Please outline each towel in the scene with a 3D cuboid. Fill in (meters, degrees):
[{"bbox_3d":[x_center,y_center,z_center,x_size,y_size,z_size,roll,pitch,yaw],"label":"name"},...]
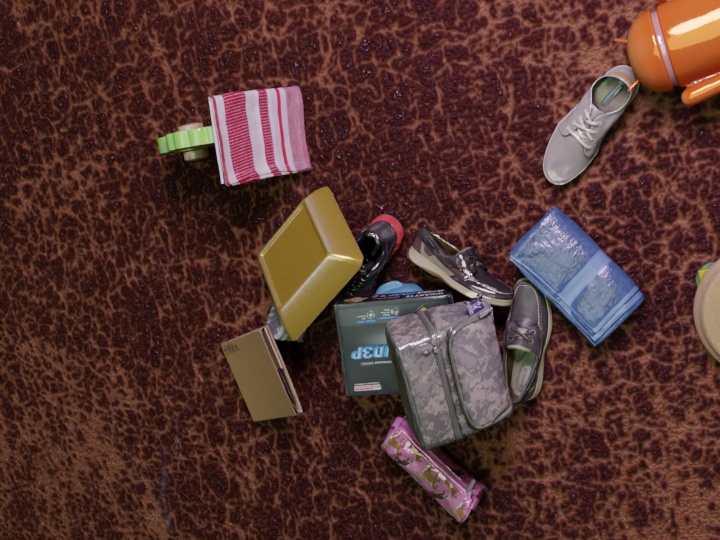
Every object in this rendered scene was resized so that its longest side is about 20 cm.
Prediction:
[{"bbox_3d":[-0.162,-0.226,1.404,0.022,0.198,0.147,1,104,41],"label":"towel"},{"bbox_3d":[0.330,0.006,1.297,0.200,0.048,0.112,47,107,10],"label":"towel"}]

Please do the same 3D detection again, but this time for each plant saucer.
[{"bbox_3d":[-0.101,-0.020,1.438,0.200,0.048,0.202,-48,45,23],"label":"plant saucer"}]

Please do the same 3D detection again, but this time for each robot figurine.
[{"bbox_3d":[0.447,-0.315,1.138,0.197,0.118,0.145,-18,121,27],"label":"robot figurine"}]

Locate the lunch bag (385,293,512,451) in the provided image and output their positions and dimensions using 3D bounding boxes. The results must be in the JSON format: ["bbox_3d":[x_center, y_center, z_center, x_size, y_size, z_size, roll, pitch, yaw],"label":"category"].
[{"bbox_3d":[0.140,0.152,1.301,0.164,0.139,0.204,-17,102,-6],"label":"lunch bag"}]

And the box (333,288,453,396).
[{"bbox_3d":[0.063,0.120,1.397,0.195,0.046,0.163,-5,101,12],"label":"box"}]

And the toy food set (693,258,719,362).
[{"bbox_3d":[0.576,0.055,1.197,0.197,0.048,0.202,-13,95,28],"label":"toy food set"}]

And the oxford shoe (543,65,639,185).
[{"bbox_3d":[0.334,-0.213,1.247,0.075,0.058,0.201,40,117,10],"label":"oxford shoe"}]

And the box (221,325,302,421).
[{"bbox_3d":[-0.184,0.195,1.553,0.199,0.021,0.166,-22,91,58],"label":"box"}]

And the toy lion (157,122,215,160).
[{"bbox_3d":[-0.270,-0.228,1.457,0.196,0.191,0.070,-5,100,26],"label":"toy lion"}]

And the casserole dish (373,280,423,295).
[{"bbox_3d":[0.077,0.119,1.439,0.119,0.039,0.204,-19,97,15],"label":"casserole dish"}]

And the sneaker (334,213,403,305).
[{"bbox_3d":[0.000,0.000,1.433,0.070,0.098,0.203,35,115,12],"label":"sneaker"}]

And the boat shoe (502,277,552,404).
[{"bbox_3d":[0.262,0.116,1.350,0.070,0.066,0.206,8,104,27],"label":"boat shoe"}]

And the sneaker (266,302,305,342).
[{"bbox_3d":[-0.097,0.034,1.510,0.074,0.081,0.203,36,102,48],"label":"sneaker"}]

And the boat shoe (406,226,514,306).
[{"bbox_3d":[0.163,-0.007,1.360,0.198,0.073,0.066,28,111,24],"label":"boat shoe"}]

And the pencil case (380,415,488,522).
[{"bbox_3d":[0.124,0.338,1.458,0.199,0.082,0.087,42,116,12],"label":"pencil case"}]
